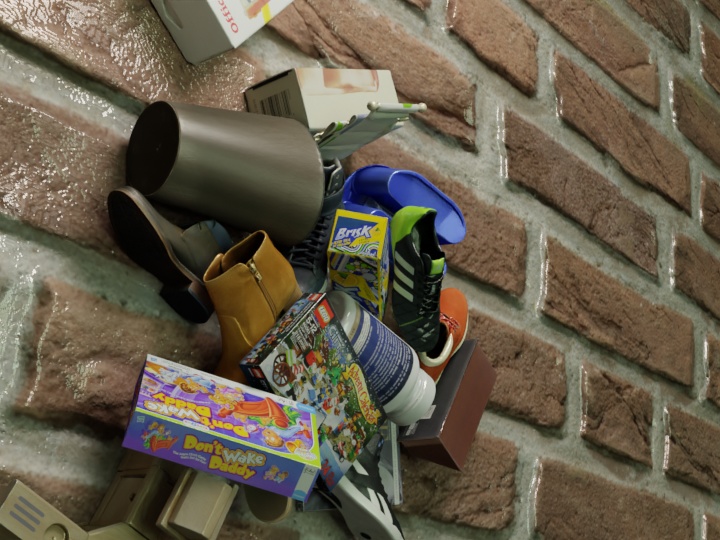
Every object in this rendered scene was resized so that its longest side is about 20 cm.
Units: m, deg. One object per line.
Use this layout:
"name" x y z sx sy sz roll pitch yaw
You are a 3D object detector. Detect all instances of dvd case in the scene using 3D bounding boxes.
"dvd case" -0.013 0.247 1.473 0.200 0.016 0.149 10 73 -48

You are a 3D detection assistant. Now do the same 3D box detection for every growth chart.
"growth chart" -0.024 -0.174 1.433 0.145 0.200 0.018 -6 72 -58

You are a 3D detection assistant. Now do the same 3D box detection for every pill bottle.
"pill bottle" 0.008 0.124 1.445 0.200 0.111 0.111 41 53 -31

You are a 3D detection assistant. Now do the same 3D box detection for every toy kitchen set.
"toy kitchen set" -0.249 0.213 1.095 0.180 0.163 0.200 49 48 -30

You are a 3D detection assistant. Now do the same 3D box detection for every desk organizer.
"desk organizer" 0.133 0.199 1.601 0.077 0.072 0.200 57 40 -27

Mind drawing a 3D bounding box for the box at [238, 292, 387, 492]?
"box" -0.052 0.146 1.304 0.137 0.038 0.200 -48 124 -37

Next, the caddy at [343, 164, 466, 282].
"caddy" 0.052 -0.064 1.557 0.200 0.105 0.141 36 76 -30

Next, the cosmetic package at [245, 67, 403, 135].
"cosmetic package" -0.047 -0.221 1.479 0.200 0.103 0.087 -10 86 -51

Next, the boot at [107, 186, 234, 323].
"boot" -0.216 -0.040 1.264 0.097 0.075 0.200 -59 136 -37

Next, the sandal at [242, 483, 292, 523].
"sandal" -0.118 0.206 1.335 0.070 0.078 0.212 67 14 -70

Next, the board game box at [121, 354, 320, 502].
"board game box" -0.145 0.166 1.159 0.200 0.134 0.045 20 107 -13

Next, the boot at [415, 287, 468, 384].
"boot" 0.120 0.087 1.584 0.075 0.107 0.200 24 52 3

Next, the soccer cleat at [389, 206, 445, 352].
"soccer cleat" 0.081 0.012 1.460 0.067 0.081 0.200 -9 94 -34

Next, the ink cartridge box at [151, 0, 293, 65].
"ink cartridge box" -0.170 -0.375 1.387 0.145 0.083 0.200 59 44 -21

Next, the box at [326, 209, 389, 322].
"box" 0.000 0.000 1.426 0.200 0.070 0.064 86 15 -62

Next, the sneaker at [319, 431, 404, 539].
"sneaker" 0.015 0.278 1.431 0.200 0.073 0.112 53 49 -25

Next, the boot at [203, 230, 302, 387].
"boot" -0.151 0.061 1.272 0.201 0.071 0.144 -53 135 -20

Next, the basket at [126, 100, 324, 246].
"basket" -0.164 -0.125 1.299 0.200 0.136 0.180 9 49 -43

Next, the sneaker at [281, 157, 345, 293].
"sneaker" -0.070 -0.058 1.389 0.146 0.077 0.202 89 14 -49
